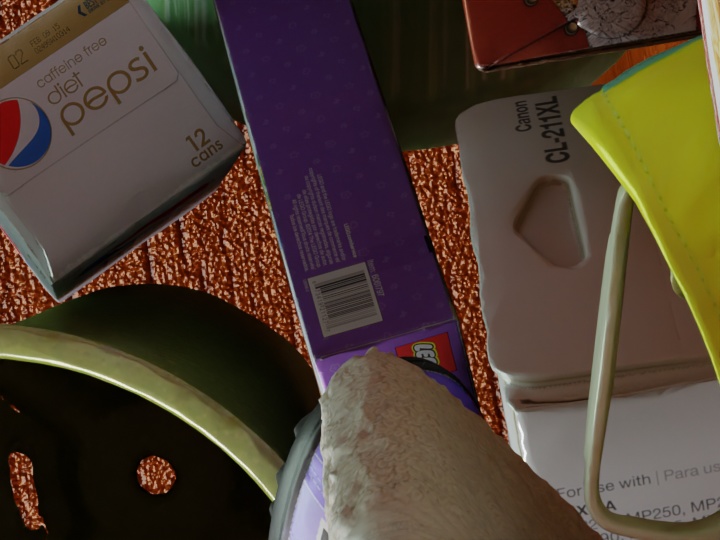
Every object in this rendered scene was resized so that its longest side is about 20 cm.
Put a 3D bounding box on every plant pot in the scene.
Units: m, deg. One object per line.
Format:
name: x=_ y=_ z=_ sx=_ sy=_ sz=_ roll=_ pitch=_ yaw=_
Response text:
plant pot: x=-0.075 y=0.086 z=0.858 sx=0.190 sy=0.199 sz=0.201 roll=-56 pitch=-42 yaw=-72

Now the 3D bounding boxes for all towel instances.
towel: x=0.060 y=0.112 z=0.579 sx=0.200 sy=0.034 sz=0.133 roll=45 pitch=-161 yaw=-24

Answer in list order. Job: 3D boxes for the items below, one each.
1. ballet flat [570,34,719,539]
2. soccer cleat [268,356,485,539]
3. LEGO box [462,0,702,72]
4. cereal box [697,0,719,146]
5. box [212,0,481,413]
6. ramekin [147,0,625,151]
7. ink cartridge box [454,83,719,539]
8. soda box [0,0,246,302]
ballet flat: x=0.076 y=0.055 z=0.541 sx=0.067 sy=0.067 sz=0.201 roll=-40 pitch=-59 yaw=-84
soccer cleat: x=0.023 y=0.116 z=0.717 sx=0.073 sy=0.068 sz=0.201 roll=34 pitch=134 yaw=51
LEGO box: x=0.050 y=-0.149 z=0.748 sx=0.200 sy=0.077 sz=0.149 roll=-89 pitch=-11 yaw=-72
cereal box: x=0.068 y=-0.023 z=0.388 sx=0.200 sy=0.039 sz=0.144 roll=-95 pitch=-6 yaw=-55
box: x=0.000 y=0.000 z=0.820 sx=0.200 sy=0.039 sz=0.137 roll=-107 pitch=1 yaw=-47
ramekin: x=0.007 y=-0.147 z=0.950 sx=0.098 sy=0.199 sz=0.200 roll=90 pitch=174 yaw=-60
ink cartridge box: x=0.083 y=0.070 z=0.758 sx=0.146 sy=0.083 sz=0.200 roll=-95 pitch=-6 yaw=-59
soda box: x=-0.082 y=-0.036 z=0.898 sx=0.064 sy=0.068 sz=0.200 roll=55 pitch=175 yaw=-2
